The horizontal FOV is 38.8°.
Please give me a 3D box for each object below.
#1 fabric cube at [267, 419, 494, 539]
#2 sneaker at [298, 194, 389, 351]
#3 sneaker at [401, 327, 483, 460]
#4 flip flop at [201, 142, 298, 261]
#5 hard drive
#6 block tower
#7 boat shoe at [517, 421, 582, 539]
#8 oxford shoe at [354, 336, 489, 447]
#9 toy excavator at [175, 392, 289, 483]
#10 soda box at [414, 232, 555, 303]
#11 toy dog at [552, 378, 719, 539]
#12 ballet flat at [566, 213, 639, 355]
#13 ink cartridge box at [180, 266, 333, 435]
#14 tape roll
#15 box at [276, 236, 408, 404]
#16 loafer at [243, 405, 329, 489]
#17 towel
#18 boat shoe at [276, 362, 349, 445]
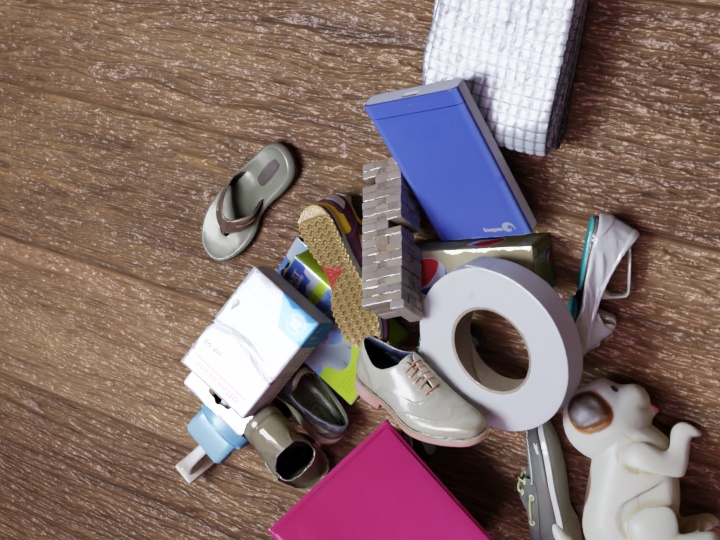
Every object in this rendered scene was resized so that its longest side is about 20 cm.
[{"bbox_3d":[0.026,0.329,1.264,0.196,0.200,0.199,-41,81,-9],"label":"fabric cube"},{"bbox_3d":[0.000,0.000,1.278,0.075,0.090,0.201,-17,97,40],"label":"sneaker"},{"bbox_3d":[0.103,0.155,1.284,0.079,0.074,0.201,18,113,18],"label":"sneaker"},{"bbox_3d":[-0.157,-0.090,1.359,0.081,0.058,0.200,50,122,7],"label":"flip flop"},{"bbox_3d":[0.103,-0.120,1.159,0.132,0.025,0.200,-3,131,42],"label":"hard drive"},{"bbox_3d":[0.037,-0.040,1.207,0.058,0.054,0.201,-13,65,27],"label":"block tower"},{"bbox_3d":[0.224,0.276,1.252,0.060,0.072,0.202,-7,105,26],"label":"boat shoe"},{"bbox_3d":[0.065,0.141,1.193,0.200,0.071,0.074,23,130,37],"label":"oxford shoe"},{"bbox_3d":[-0.204,0.233,1.453,0.200,0.194,0.100,-41,83,4],"label":"toy excavator"},{"bbox_3d":[0.127,-0.001,1.224,0.199,0.064,0.068,-2,104,31],"label":"soda box"},{"bbox_3d":[0.300,0.221,1.161,0.193,0.139,0.201,-21,81,25],"label":"toy dog"},{"bbox_3d":[0.269,0.034,1.161,0.069,0.069,0.201,22,114,22],"label":"ballet flat"},{"bbox_3d":[-0.144,0.108,1.312,0.116,0.067,0.200,40,98,12],"label":"ink cartridge box"},{"bbox_3d":[0.156,0.084,1.158,0.202,0.037,0.204,21,123,35],"label":"tape roll"},{"bbox_3d":[-0.047,0.065,1.353,0.200,0.048,0.122,41,120,11],"label":"box"},{"bbox_3d":[-0.092,0.252,1.363,0.076,0.200,0.067,-41,53,-3],"label":"loafer"},{"bbox_3d":[0.158,-0.241,1.122,0.165,0.086,0.201,19,116,25],"label":"towel"},{"bbox_3d":[-0.088,0.148,1.379,0.201,0.072,0.066,46,144,2],"label":"boat shoe"}]
